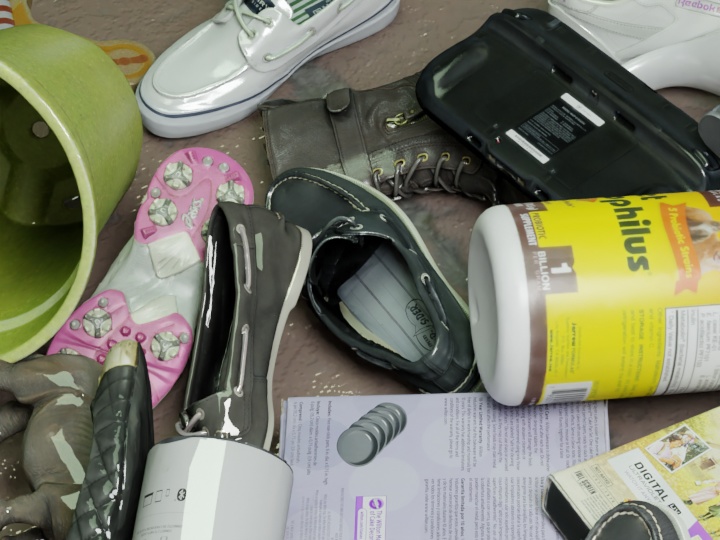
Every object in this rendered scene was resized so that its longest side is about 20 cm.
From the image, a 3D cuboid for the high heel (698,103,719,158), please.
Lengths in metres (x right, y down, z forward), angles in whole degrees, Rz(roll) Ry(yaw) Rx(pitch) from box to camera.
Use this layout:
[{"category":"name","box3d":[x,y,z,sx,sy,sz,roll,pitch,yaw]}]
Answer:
[{"category":"high heel","box3d":[0.302,-0.055,1.674,0.200,0.071,0.142,48,59,2]}]

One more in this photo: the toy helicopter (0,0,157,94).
[{"category":"toy helicopter","box3d":[-0.230,-0.144,1.904,0.199,0.079,0.133,15,42,8]}]

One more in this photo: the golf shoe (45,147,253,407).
[{"category":"golf shoe","box3d":[-0.125,0.026,1.721,0.075,0.092,0.201,31,76,2]}]

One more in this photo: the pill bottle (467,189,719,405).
[{"category":"pill bottle","box3d":[0.164,0.013,1.591,0.199,0.110,0.110,-4,44,-9]}]

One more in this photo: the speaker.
[{"category":"speaker","box3d":[-0.088,0.191,1.495,0.081,0.081,0.201,2,64,13]}]

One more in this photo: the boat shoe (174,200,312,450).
[{"category":"boat shoe","box3d":[-0.079,0.055,1.646,0.057,0.067,0.201,24,63,-25]}]

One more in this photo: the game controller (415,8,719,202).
[{"category":"game controller","box3d":[0.123,-0.082,1.707,0.104,0.042,0.200,-38,54,-15]}]

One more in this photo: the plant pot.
[{"category":"plant pot","box3d":[-0.218,-0.063,1.728,0.199,0.201,0.184,5,19,16]}]

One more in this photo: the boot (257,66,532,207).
[{"category":"boot","box3d":[0.030,-0.056,1.779,0.173,0.069,0.200,-20,44,0]}]

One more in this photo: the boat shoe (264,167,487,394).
[{"category":"boat shoe","box3d":[-0.001,0.002,1.693,0.075,0.066,0.200,-45,58,13]}]

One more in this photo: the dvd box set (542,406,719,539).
[{"category":"dvd box set","box3d":[0.216,0.132,1.534,0.199,0.029,0.146,-20,53,-25]}]

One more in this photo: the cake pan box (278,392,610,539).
[{"category":"cake pan box","box3d":[0.046,0.151,1.564,0.183,0.052,0.201,-4,45,4]}]

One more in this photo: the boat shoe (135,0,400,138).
[{"category":"boat shoe","box3d":[-0.062,-0.160,1.881,0.200,0.067,0.074,-34,59,-22]}]

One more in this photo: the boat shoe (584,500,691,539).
[{"category":"boat shoe","box3d":[0.110,0.204,1.438,0.074,0.060,0.201,11,76,39]}]

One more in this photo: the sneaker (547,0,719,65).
[{"category":"sneaker","box3d":[0.213,-0.163,1.817,0.199,0.100,0.075,-5,42,4]}]

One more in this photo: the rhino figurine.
[{"category":"rhino figurine","box3d":[-0.160,0.133,1.607,0.087,0.060,0.201,-17,63,0]}]

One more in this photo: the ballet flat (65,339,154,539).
[{"category":"ballet flat","box3d":[-0.144,0.126,1.543,0.056,0.067,0.201,4,63,11]}]

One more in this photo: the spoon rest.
[{"category":"spoon rest","box3d":[0.228,-0.114,1.776,0.199,0.100,0.061,-11,47,15]}]
